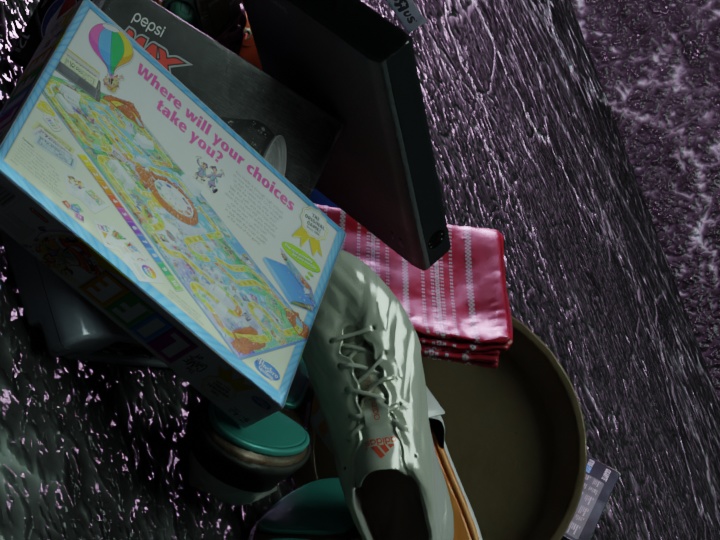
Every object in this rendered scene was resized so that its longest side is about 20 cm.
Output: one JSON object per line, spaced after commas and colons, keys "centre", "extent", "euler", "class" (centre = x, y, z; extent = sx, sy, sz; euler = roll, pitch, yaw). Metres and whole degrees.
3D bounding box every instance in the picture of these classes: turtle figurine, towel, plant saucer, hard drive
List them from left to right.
{"centre": [-0.118, -0.146, 1.189], "extent": [0.150, 0.100, 0.201], "euler": [-70, 145, -53], "class": "turtle figurine"}
{"centre": [-0.009, -0.103, 1.183], "extent": [0.139, 0.033, 0.201], "euler": [39, -21, 32], "class": "hard drive"}
{"centre": [0.000, 0.000, 1.232], "extent": [0.145, 0.198, 0.023], "euler": [-86, -174, -56], "class": "towel"}
{"centre": [0.050, 0.117, 1.241], "extent": [0.029, 0.199, 0.202], "euler": [136, -67, -76], "class": "plant saucer"}

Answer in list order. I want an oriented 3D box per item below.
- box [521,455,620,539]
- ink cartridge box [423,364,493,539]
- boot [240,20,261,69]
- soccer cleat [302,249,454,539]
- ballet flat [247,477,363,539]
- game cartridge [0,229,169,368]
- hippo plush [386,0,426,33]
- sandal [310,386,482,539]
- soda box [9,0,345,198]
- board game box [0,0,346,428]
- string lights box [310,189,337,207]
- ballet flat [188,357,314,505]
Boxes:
{"centre": [0.125, 0.229, 1.367], "extent": [0.046, 0.160, 0.200], "euler": [26, 14, 9], "class": "box"}
{"centre": [0.035, 0.113, 1.337], "extent": [0.201, 0.084, 0.146], "euler": [68, 13, 6], "class": "ink cartridge box"}
{"centre": [-0.103, -0.171, 1.321], "extent": [0.201, 0.075, 0.107], "euler": [59, 19, 1], "class": "boot"}
{"centre": [0.009, 0.084, 1.091], "extent": [0.078, 0.069, 0.202], "euler": [-41, 113, -76], "class": "soccer cleat"}
{"centre": [-0.036, 0.178, 1.095], "extent": [0.075, 0.074, 0.200], "euler": [66, 18, -3], "class": "ballet flat"}
{"centre": [-0.138, -0.014, 1.055], "extent": [0.200, 0.041, 0.134], "euler": [14, 59, -70], "class": "game cartridge"}
{"centre": [-0.056, -0.257, 1.519], "extent": [0.160, 0.159, 0.201], "euler": [-24, 75, -44], "class": "hippo plush"}
{"centre": [0.025, 0.110, 1.193], "extent": [0.208, 0.079, 0.059], "euler": [60, -13, 4], "class": "sandal"}
{"centre": [-0.103, -0.104, 1.109], "extent": [0.199, 0.071, 0.063], "euler": [29, -2, -43], "class": "soda box"}
{"centre": [-0.103, -0.030, 0.993], "extent": [0.200, 0.034, 0.135], "euler": [42, 43, -22], "class": "board game box"}
{"centre": [-0.009, -0.053, 1.468], "extent": [0.201, 0.059, 0.103], "euler": [58, 17, -29], "class": "string lights box"}
{"centre": [-0.061, 0.095, 1.084], "extent": [0.068, 0.069, 0.200], "euler": [29, 16, 1], "class": "ballet flat"}
